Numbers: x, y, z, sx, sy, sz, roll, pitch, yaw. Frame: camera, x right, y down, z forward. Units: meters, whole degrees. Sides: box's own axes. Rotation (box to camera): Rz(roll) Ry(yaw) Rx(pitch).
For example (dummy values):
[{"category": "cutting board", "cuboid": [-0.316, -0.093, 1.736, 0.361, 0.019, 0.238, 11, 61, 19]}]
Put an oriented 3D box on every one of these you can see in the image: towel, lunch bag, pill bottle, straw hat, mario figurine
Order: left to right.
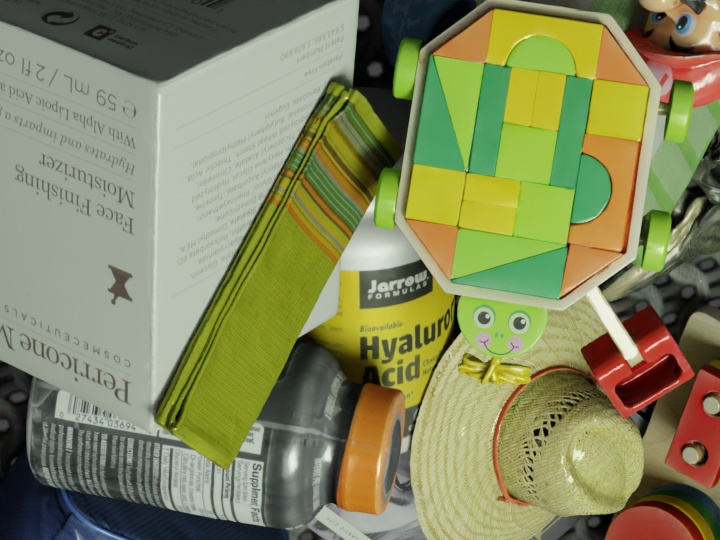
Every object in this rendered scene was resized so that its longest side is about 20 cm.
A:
[{"category": "lunch bag", "cuboid": [-0.139, 0.188, 1.374, 0.200, 0.136, 0.132, 27, 113, -25]}, {"category": "pill bottle", "cuboid": [-0.077, 0.085, 1.252, 0.199, 0.106, 0.107, 9, 120, 8]}, {"category": "towel", "cuboid": [-0.039, 0.005, 1.168, 0.200, 0.018, 0.086, -62, 150, -9]}, {"category": "pill bottle", "cuboid": [0.000, 0.000, 1.308, 0.111, 0.111, 0.201, -7, 121, -8]}, {"category": "straw hat", "cuboid": [0.124, 0.107, 1.348, 0.201, 0.085, 0.202, -25, 128, -37]}, {"category": "towel", "cuboid": [0.139, -0.122, 1.268, 0.031, 0.149, 0.200, 1, 136, 41]}, {"category": "mario figurine", "cuboid": [0.192, -0.185, 1.216, 0.106, 0.123, 0.201, 18, 101, -3]}]

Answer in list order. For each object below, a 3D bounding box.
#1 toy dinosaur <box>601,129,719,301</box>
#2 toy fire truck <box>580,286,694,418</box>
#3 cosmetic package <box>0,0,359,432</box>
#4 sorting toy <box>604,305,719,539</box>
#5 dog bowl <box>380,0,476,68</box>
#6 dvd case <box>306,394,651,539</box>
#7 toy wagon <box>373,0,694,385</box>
[{"category": "toy dinosaur", "cuboid": [0.204, -0.038, 1.372, 0.200, 0.048, 0.088, -29, 129, 9]}, {"category": "toy fire truck", "cuboid": [0.104, -0.028, 1.238, 0.049, 0.141, 0.200, -32, 122, 7]}, {"category": "cosmetic package", "cuboid": [-0.117, -0.056, 1.183, 0.165, 0.164, 0.201, -32, 135, -46]}, {"category": "sorting toy", "cuboid": [0.252, 0.158, 1.393, 0.070, 0.200, 0.199, -21, 134, -55]}, {"category": "dog bowl", "cuboid": [0.083, -0.099, 1.305, 0.111, 0.050, 0.201, -20, 122, 0]}, {"category": "dvd case", "cuboid": [0.082, 0.135, 1.462, 0.200, 0.016, 0.149, -43, 120, 14]}, {"category": "toy wagon", "cuboid": [0.086, -0.037, 1.167, 0.155, 0.040, 0.201, 9, 93, 5]}]
